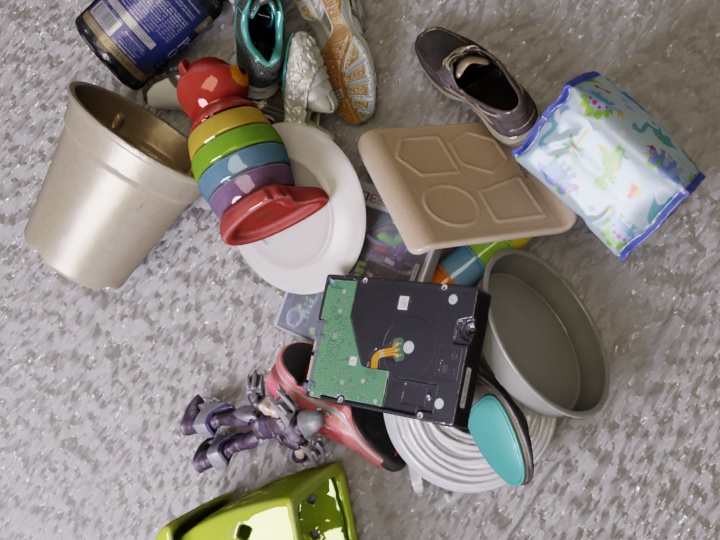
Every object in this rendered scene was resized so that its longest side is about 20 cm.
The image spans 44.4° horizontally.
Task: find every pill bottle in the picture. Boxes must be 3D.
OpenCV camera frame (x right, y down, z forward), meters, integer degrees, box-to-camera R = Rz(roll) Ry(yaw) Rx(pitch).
[{"bbox_3d":[-0.239,-0.326,1.074,0.200,0.112,0.112,-41,82,4],"label":"pill bottle"}]

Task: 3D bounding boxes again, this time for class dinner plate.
[{"bbox_3d":[-0.083,-0.069,1.022,0.198,0.024,0.203,10,108,31],"label":"dinner plate"}]

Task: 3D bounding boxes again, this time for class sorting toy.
[{"bbox_3d":[0.115,-0.096,0.982,0.197,0.037,0.186,-10,51,-19],"label":"sorting toy"}]

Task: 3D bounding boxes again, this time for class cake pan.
[{"bbox_3d":[0.194,0.071,0.964,0.037,0.199,0.202,-37,82,38],"label":"cake pan"}]

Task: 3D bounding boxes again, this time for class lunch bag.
[{"bbox_3d":[0.279,-0.124,0.958,0.170,0.200,0.128,45,127,9],"label":"lunch bag"}]

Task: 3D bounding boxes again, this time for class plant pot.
[{"bbox_3d":[-0.295,-0.087,1.040,0.200,0.200,0.184,37,102,8],"label":"plant pot"},{"bbox_3d":[-0.109,0.339,0.979,0.179,0.199,0.203,-13,86,13],"label":"plant pot"}]

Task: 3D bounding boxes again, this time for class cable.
[{"bbox_3d":[0.123,0.149,1.005,0.198,0.069,0.202,-24,80,-3],"label":"cable"}]

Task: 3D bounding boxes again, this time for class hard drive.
[{"bbox_3d":[0.035,0.081,0.929,0.198,0.038,0.142,4,77,37],"label":"hard drive"}]

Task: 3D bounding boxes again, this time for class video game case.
[{"bbox_3d":[0.000,0.000,1.028,0.180,0.023,0.202,20,90,35],"label":"video game case"}]

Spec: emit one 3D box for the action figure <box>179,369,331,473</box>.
[{"bbox_3d":[-0.116,0.176,1.014,0.198,0.069,0.131,-12,113,30],"label":"action figure"}]

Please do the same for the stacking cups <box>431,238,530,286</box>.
[{"bbox_3d":[0.119,-0.002,1.024,0.199,0.061,0.061,-41,82,-1],"label":"stacking cups"}]

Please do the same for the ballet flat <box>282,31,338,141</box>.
[{"bbox_3d":[-0.057,-0.175,1.037,0.071,0.072,0.203,11,113,8],"label":"ballet flat"}]

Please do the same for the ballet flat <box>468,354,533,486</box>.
[{"bbox_3d":[0.133,0.130,0.942,0.073,0.073,0.201,-37,75,4],"label":"ballet flat"}]

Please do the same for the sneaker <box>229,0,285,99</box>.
[{"bbox_3d":[-0.112,-0.303,1.001,0.077,0.091,0.203,-6,87,-17],"label":"sneaker"}]

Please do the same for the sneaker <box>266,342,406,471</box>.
[{"bbox_3d":[-0.028,0.168,1.047,0.200,0.074,0.087,41,135,-5],"label":"sneaker"}]

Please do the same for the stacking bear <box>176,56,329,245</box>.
[{"bbox_3d":[-0.137,-0.141,0.963,0.113,0.121,0.202,-30,78,27],"label":"stacking bear"}]

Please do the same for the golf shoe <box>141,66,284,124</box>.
[{"bbox_3d":[-0.171,-0.198,1.075,0.197,0.078,0.096,-2,87,9],"label":"golf shoe"}]

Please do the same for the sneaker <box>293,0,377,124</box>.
[{"bbox_3d":[-0.015,-0.281,1.061,0.075,0.088,0.202,-8,108,27],"label":"sneaker"}]

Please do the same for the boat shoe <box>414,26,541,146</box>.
[{"bbox_3d":[0.133,-0.228,1.014,0.074,0.073,0.200,-43,61,-2],"label":"boat shoe"}]
